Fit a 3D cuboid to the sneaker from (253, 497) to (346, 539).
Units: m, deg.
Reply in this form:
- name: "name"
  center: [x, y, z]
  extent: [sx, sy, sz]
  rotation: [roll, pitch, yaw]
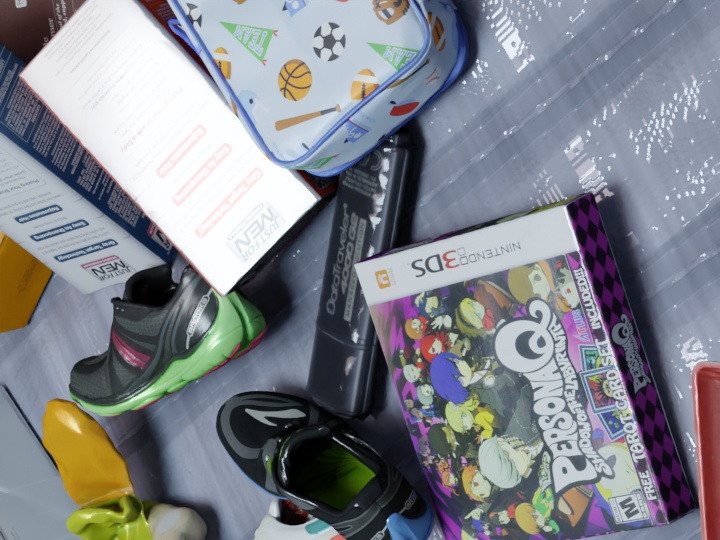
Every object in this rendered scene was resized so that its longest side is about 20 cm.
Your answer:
- name: "sneaker"
  center: [-0.053, 0.205, 1.748]
  extent: [0.199, 0.070, 0.094]
  rotation: [-25, 64, 46]

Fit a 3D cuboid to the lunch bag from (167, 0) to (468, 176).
- name: "lunch bag"
  center: [-0.037, -0.168, 1.613]
  extent: [0.160, 0.075, 0.201]
  rotation: [-39, 70, 23]

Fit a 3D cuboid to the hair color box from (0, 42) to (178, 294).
- name: "hair color box"
  center: [-0.219, -0.069, 1.755]
  extent: [0.100, 0.200, 0.061]
  rotation: [-14, 46, 44]

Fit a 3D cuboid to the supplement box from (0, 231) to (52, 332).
- name: "supplement box"
  center: [-0.307, -0.063, 1.916]
  extent: [0.200, 0.073, 0.126]
  rotation: [48, 127, 26]

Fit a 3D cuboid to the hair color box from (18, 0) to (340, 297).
- name: "hair color box"
  center: [-0.116, -0.092, 1.680]
  extent: [0.101, 0.061, 0.200]
  rotation: [-44, 86, 21]

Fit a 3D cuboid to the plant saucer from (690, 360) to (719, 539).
- name: "plant saucer"
  center: [0.280, 0.150, 1.428]
  extent: [0.199, 0.037, 0.201]
  rotation: [2, 101, 44]

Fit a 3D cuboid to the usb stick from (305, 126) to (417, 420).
- name: "usb stick"
  center: [0.000, 0.000, 1.666]
  extent: [0.055, 0.032, 0.201]
  rotation: [28, 117, 41]

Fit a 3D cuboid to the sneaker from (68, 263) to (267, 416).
- name: "sneaker"
  center: [-0.138, 0.042, 1.766]
  extent: [0.200, 0.077, 0.084]
  rotation: [-28, 89, 46]

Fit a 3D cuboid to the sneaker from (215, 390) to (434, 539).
- name: "sneaker"
  center: [-0.029, 0.119, 1.662]
  extent: [0.199, 0.071, 0.083]
  rotation: [31, 164, 49]

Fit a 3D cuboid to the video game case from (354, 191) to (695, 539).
- name: "video game case"
  center: [0.097, 0.068, 1.570]
  extent: [0.181, 0.036, 0.201]
  rotation: [-15, 95, 44]

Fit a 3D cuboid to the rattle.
- name: "rattle"
  center: [-0.207, 0.214, 1.776]
  extent: [0.130, 0.200, 0.143]
  rotation: [16, 147, 42]

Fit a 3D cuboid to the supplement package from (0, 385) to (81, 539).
- name: "supplement package"
  center: [-0.344, 0.218, 1.930]
  extent: [0.147, 0.191, 0.200]
  rotation: [54, 131, 22]

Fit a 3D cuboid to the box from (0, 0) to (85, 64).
- name: "box"
  center: [-0.216, -0.163, 1.810]
  extent: [0.199, 0.075, 0.101]
  rotation: [-5, 96, 46]
